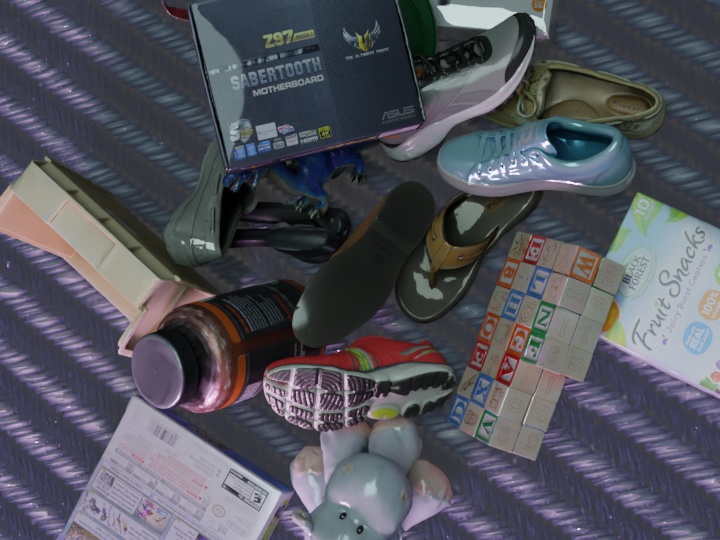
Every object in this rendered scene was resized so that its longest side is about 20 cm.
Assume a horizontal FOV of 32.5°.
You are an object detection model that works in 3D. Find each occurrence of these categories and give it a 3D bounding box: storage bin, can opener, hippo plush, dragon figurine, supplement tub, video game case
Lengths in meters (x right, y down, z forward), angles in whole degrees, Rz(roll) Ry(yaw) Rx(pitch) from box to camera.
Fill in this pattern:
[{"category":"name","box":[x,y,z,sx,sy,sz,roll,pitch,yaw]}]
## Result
[{"category":"storage bin","box":[-0.253,-0.004,1.263,0.200,0.198,0.094,41,91,16]},{"category":"can opener","box":[-0.100,-0.048,1.298,0.197,0.078,0.064,8,78,29]},{"category":"hippo plush","box":[-0.018,0.228,1.191,0.159,0.161,0.201,36,94,16]},{"category":"dragon figurine","box":[-0.044,-0.123,1.237,0.199,0.100,0.059,-40,34,-16]},{"category":"supplement tub","box":[-0.129,0.075,1.209,0.106,0.199,0.109,8,104,36]},{"category":"video game case","box":[-0.196,0.260,1.296,0.198,0.045,0.183,30,91,16]}]

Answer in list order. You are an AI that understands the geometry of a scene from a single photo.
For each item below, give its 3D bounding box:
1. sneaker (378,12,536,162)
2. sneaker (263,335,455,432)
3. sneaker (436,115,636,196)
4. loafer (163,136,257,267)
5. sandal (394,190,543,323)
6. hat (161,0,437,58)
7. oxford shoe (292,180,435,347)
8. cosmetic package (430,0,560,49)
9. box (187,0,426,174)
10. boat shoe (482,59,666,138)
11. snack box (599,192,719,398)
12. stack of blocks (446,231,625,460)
[{"category":"sneaker","box":[0.088,-0.187,1.215,0.199,0.079,0.075,-35,40,19]},{"category":"sneaker","box":[-0.006,0.103,1.216,0.085,0.197,0.078,-116,34,-49]},{"category":"sneaker","box":[0.165,-0.121,1.194,0.197,0.082,0.075,0,60,17]},{"category":"loafer","box":[-0.134,-0.081,1.266,0.069,0.070,0.202,3,49,22]},{"category":"sandal","box":[0.106,-0.035,1.241,0.200,0.055,0.082,-44,76,6]},{"category":"hat","box":[-0.047,-0.214,1.212,0.198,0.176,0.168,-1,112,31]},{"category":"oxford shoe","box":[0.000,0.000,1.240,0.071,0.071,0.200,44,72,-8]},{"category":"cosmetic package","box":[0.105,-0.282,1.271,0.197,0.051,0.084,7,87,16]},{"category":"box","box":[-0.051,-0.191,1.162,0.197,0.051,0.160,-13,89,-7]},{"category":"boat shoe","box":[0.203,-0.176,1.226,0.197,0.063,0.075,6,86,16]},{"category":"snack box","box":[0.324,0.034,1.175,0.198,0.053,0.144,27,90,17]},{"category":"stack of blocks","box":[0.165,0.072,1.178,0.058,0.115,0.203,21,90,-25]}]
